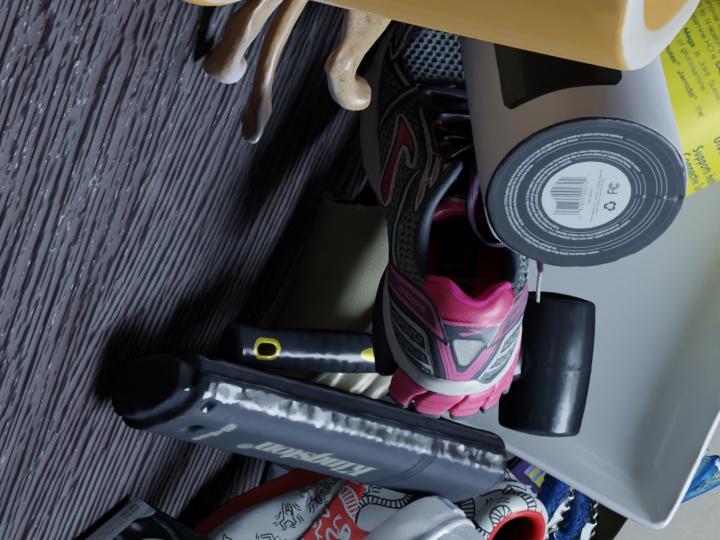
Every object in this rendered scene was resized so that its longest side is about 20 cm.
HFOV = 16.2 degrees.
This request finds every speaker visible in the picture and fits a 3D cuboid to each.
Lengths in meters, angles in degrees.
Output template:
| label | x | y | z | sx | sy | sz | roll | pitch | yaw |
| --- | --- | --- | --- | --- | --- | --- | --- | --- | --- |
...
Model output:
| label | x | y | z | sx | sy | sz | roll | pitch | yaw |
| --- | --- | --- | --- | --- | --- | --- | --- | --- | --- |
| speaker | 0.079 | -0.098 | 1.034 | 0.200 | 0.081 | 0.081 | -95 | -168 | -45 |

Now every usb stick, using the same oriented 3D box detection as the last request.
| label | x | y | z | sx | sy | sz | roll | pitch | yaw |
| --- | --- | --- | --- | --- | --- | --- | --- | --- | --- |
| usb stick | -0.017 | 0.066 | 1.057 | 0.200 | 0.055 | 0.033 | 18 | 68 | -44 |

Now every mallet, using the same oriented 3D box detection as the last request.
| label | x | y | z | sx | sy | sz | roll | pitch | yaw |
| --- | --- | --- | --- | --- | --- | --- | --- | --- | --- |
| mallet | 0.023 | 0.047 | 1.097 | 0.200 | 0.041 | 0.066 | -4 | 98 | -38 |

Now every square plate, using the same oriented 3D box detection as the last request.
| label | x | y | z | sx | sy | sz | roll | pitch | yaw |
| --- | --- | --- | --- | --- | --- | --- | --- | --- | --- |
| square plate | 0.100 | -0.007 | 1.200 | 0.198 | 0.200 | 0.028 | -61 | 168 | -7 |

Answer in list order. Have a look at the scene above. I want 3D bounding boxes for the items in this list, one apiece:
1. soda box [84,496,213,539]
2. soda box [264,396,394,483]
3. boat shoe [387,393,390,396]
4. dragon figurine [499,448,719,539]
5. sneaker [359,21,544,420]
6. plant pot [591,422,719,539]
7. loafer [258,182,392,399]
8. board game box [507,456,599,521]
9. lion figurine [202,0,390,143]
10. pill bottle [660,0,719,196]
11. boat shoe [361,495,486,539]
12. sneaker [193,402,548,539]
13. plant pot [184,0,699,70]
| label | x | y | z | sx | sy | sz | roll | pitch | yaw |
| --- | --- | --- | --- | --- | --- | --- | --- | --- | --- |
| soda box | -0.112 | 0.203 | 1.107 | 0.071 | 0.063 | 0.200 | -38 | 152 | -58 |
| soda box | 0.016 | 0.096 | 1.356 | 0.200 | 0.064 | 0.068 | -43 | 155 | -54 |
| boat shoe | 0.039 | 0.030 | 1.319 | 0.200 | 0.064 | 0.071 | -30 | 144 | -64 |
| dragon figurine | 0.145 | 0.083 | 1.229 | 0.059 | 0.200 | 0.100 | 28 | 45 | -61 |
| sneaker | 0.045 | -0.038 | 1.067 | 0.075 | 0.080 | 0.200 | 104 | -15 | -54 |
| plant pot | 0.214 | 0.146 | 1.378 | 0.200 | 0.177 | 0.200 | -51 | -175 | -15 |
| loafer | 0.000 | 0.000 | 1.137 | 0.200 | 0.076 | 0.068 | -47 | 123 | -22 |
| board game box | 0.019 | 0.186 | 1.343 | 0.165 | 0.057 | 0.200 | -44 | -179 | -30 |
| lion figurine | 0.019 | -0.134 | 0.951 | 0.123 | 0.072 | 0.200 | -58 | 180 | 41 |
| pill bottle | 0.174 | -0.109 | 1.131 | 0.200 | 0.113 | 0.112 | -27 | 167 | 8 |
| boat shoe | -0.015 | 0.185 | 1.081 | 0.200 | 0.069 | 0.072 | -39 | 154 | -17 |
| sneaker | -0.007 | 0.145 | 1.181 | 0.201 | 0.108 | 0.067 | -33 | 138 | -23 |
| plant pot | 0.025 | -0.151 | 0.741 | 0.200 | 0.183 | 0.200 | -55 | 163 | -26 |
